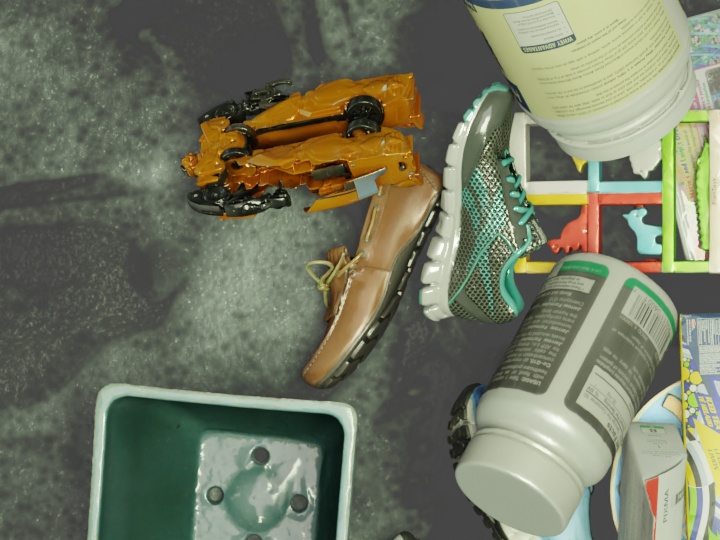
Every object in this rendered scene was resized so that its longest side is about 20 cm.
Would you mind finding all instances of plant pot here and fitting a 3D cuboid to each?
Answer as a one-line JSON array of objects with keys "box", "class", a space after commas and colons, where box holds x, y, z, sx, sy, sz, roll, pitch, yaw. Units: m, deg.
[{"box": [-0.096, 0.190, 1.417, 0.194, 0.200, 0.199, 4, 89, 5], "class": "plant pot"}]

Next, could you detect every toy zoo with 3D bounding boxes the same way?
[{"box": [0.193, -0.063, 1.468, 0.198, 0.020, 0.133, -1, 91, 16], "class": "toy zoo"}]

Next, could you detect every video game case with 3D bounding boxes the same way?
[{"box": [0.329, -0.118, 1.467, 0.180, 0.024, 0.202, -14, 88, 6], "class": "video game case"}]

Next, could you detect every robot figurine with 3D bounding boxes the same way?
[{"box": [-0.049, -0.095, 1.464, 0.198, 0.058, 0.146, -11, 45, 14], "class": "robot figurine"}]

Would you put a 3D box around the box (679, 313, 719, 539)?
[{"box": [0.283, 0.137, 1.410, 0.064, 0.070, 0.202, -2, 79, 11], "class": "box"}]

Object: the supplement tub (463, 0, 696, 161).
[{"box": [0.164, -0.196, 1.371, 0.144, 0.145, 0.201, -31, 127, 4], "class": "supplement tub"}]

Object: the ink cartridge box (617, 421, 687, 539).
[{"box": [0.222, 0.220, 1.349, 0.050, 0.200, 0.163, 1, 104, 1], "class": "ink cartridge box"}]

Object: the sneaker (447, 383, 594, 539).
[{"box": [0.140, 0.178, 1.468, 0.089, 0.078, 0.201, -28, 90, -14], "class": "sneaker"}]

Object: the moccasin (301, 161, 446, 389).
[{"box": [0.000, 0.000, 1.473, 0.077, 0.074, 0.203, 25, 91, 8], "class": "moccasin"}]

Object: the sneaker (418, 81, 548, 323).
[{"box": [0.110, -0.048, 1.446, 0.090, 0.078, 0.202, 15, 110, 16], "class": "sneaker"}]

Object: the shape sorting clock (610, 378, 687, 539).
[{"box": [0.300, 0.179, 1.457, 0.198, 0.039, 0.202, 0, 89, 6], "class": "shape sorting clock"}]

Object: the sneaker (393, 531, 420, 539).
[{"box": [0.038, 0.319, 1.473, 0.086, 0.080, 0.202, -21, 79, 17], "class": "sneaker"}]

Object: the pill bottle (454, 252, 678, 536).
[{"box": [0.157, 0.095, 1.399, 0.112, 0.113, 0.201, 30, 64, 5], "class": "pill bottle"}]
